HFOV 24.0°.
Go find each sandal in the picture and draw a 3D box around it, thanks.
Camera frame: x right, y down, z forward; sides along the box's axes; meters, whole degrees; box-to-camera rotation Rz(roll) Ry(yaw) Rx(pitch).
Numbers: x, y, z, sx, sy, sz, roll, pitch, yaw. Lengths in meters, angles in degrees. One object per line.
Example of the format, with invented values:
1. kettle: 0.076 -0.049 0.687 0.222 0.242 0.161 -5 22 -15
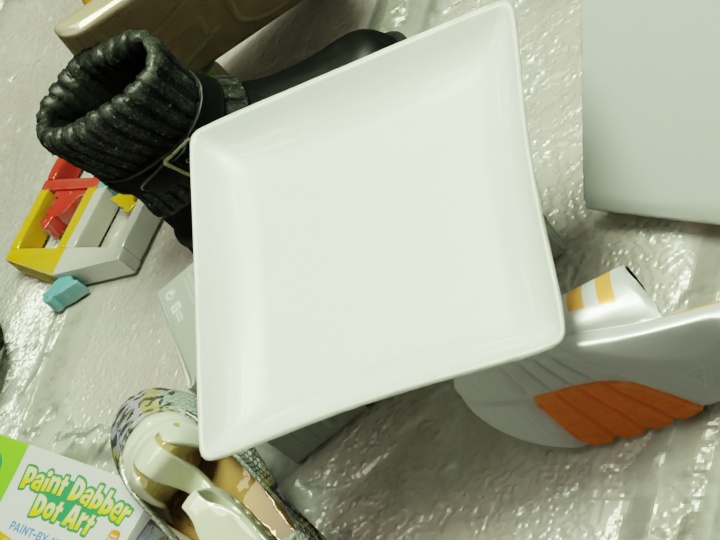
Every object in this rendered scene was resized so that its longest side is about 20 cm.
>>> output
1. sandal: 0.145 0.030 0.801 0.206 0.079 0.059 -15 46 22

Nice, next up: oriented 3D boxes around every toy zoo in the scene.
1. toy zoo: -0.181 -0.061 1.214 0.131 0.020 0.201 1 58 43

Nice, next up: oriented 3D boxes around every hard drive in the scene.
1. hard drive: 0.194 -0.087 0.830 0.199 0.027 0.133 9 106 46

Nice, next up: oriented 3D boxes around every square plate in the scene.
1. square plate: 0.003 -0.018 0.846 0.197 0.028 0.201 -20 56 23

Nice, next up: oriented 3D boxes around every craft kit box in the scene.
1. craft kit box: -0.214 0.203 1.004 0.199 0.049 0.198 9 61 46

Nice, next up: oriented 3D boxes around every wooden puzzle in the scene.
1. wooden puzzle: -0.107 -0.189 1.118 0.185 0.200 0.046 -34 80 -1

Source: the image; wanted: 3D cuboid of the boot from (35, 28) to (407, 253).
1. boot: -0.080 -0.108 1.052 0.211 0.158 0.080 -39 39 10

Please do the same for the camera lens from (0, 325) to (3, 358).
1. camera lens: -0.358 0.063 1.160 0.200 0.160 0.160 -44 39 3

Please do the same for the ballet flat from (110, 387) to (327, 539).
1. ballet flat: -0.081 0.118 0.894 0.072 0.072 0.200 -48 54 -2

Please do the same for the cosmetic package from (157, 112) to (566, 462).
1. cosmetic package: 0.000 0.000 0.929 0.200 0.107 0.090 -38 43 13
